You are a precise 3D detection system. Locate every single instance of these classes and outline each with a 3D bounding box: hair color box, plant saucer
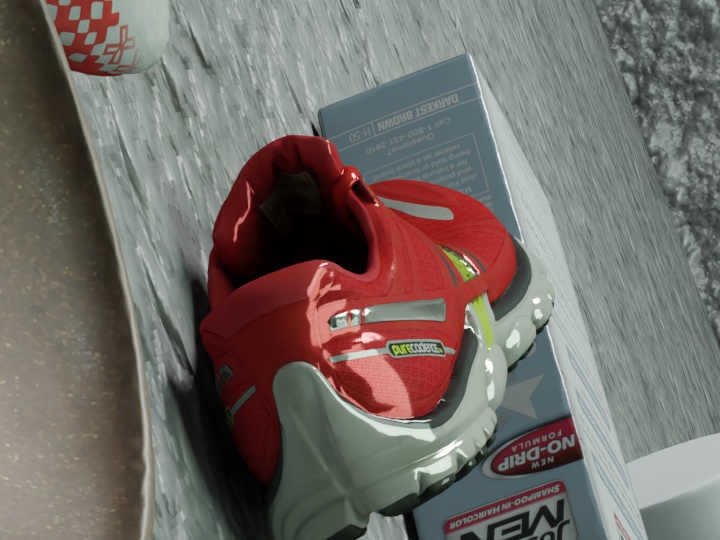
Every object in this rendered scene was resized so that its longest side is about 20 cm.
[{"bbox_3d":[0.045,0.039,0.979,0.099,0.061,0.200,57,16,-54],"label":"hair color box"},{"bbox_3d":[-0.086,-0.033,0.447,0.200,0.037,0.201,-20,90,-81],"label":"plant saucer"}]

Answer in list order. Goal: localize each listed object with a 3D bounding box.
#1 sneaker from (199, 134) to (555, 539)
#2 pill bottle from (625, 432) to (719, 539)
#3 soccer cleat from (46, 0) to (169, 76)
[{"bbox_3d":[0.000,0.000,0.766,0.085,0.077,0.200,63,10,-13],"label":"sneaker"},{"bbox_3d":[0.145,0.169,1.108,0.116,0.116,0.200,-51,122,-79],"label":"pill bottle"},{"bbox_3d":[-0.065,-0.108,0.572,0.200,0.085,0.069,58,15,-50],"label":"soccer cleat"}]
